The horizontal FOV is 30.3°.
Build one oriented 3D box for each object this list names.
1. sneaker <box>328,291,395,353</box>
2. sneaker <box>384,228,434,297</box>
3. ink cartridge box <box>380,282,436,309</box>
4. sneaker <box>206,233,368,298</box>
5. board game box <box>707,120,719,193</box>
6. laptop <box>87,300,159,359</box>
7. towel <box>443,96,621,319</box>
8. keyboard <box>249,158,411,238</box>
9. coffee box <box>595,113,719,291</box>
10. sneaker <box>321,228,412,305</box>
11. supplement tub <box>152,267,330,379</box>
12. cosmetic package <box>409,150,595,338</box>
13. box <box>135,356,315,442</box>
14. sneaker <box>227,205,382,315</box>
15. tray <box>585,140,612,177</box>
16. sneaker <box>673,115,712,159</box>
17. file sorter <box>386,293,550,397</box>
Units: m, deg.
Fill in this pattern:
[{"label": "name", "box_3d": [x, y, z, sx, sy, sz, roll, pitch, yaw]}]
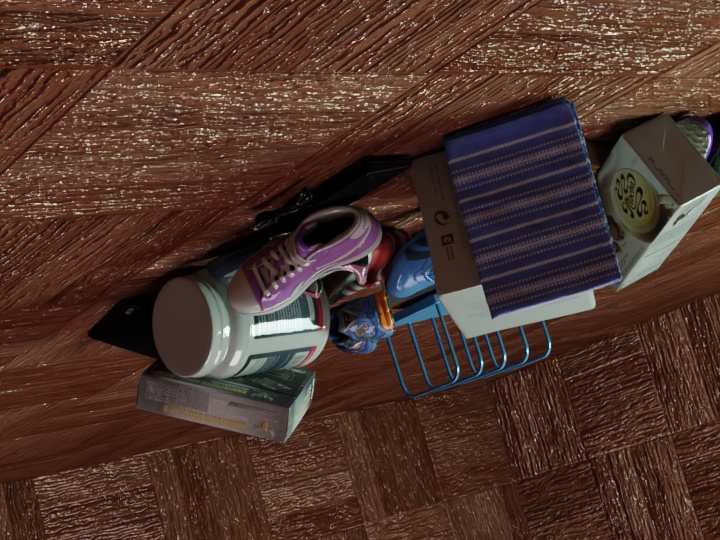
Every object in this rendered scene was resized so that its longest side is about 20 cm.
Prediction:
[{"label": "sneaker", "box_3d": [-0.014, 0.070, 1.774, 0.078, 0.076, 0.200, -8, 167, -14]}, {"label": "sneaker", "box_3d": [0.112, -0.019, 1.685, 0.200, 0.079, 0.066, -41, 146, 21]}, {"label": "ink cartridge box", "box_3d": [0.151, -0.017, 1.882, 0.199, 0.085, 0.175, -23, 168, 32]}, {"label": "sneaker", "box_3d": [-0.086, -0.001, 1.598, 0.198, 0.083, 0.070, -13, -179, 10]}, {"label": "board game box", "box_3d": [0.443, -0.126, 1.734, 0.023, 0.106, 0.200, 16, 167, 0]}, {"label": "laptop", "box_3d": [-0.250, 0.051, 1.838, 0.200, 0.104, 0.177, -40, -177, -32]}, {"label": "towel", "box_3d": [0.176, -0.066, 1.375, 0.144, 0.202, 0.024, -16, 172, 10]}, {"label": "keyboard", "box_3d": [-0.045, -0.079, 1.466, 0.127, 0.021, 0.200, -14, 169, -43]}, {"label": "coffee box", "box_3d": [0.342, -0.079, 1.622, 0.079, 0.113, 0.200, -25, 159, -26]}, {"label": "sneaker", "box_3d": [0.000, 0.000, 1.784, 0.112, 0.072, 0.200, -6, 163, -30]}, {"label": "supplement tub", "box_3d": [-0.150, 0.064, 1.696, 0.199, 0.141, 0.140, -4, 164, -45]}, {"label": "cosmetic package", "box_3d": [0.164, -0.039, 1.501, 0.164, 0.166, 0.200, -14, 160, 9]}, {"label": "box", "box_3d": [-0.170, 0.154, 1.720, 0.198, 0.049, 0.158, 12, -165, 7]}, {"label": "sneaker", "box_3d": [-0.079, -0.018, 1.501, 0.200, 0.073, 0.114, -32, 168, 10]}, {"label": "tray", "box_3d": [0.279, -0.120, 1.685, 0.098, 0.037, 0.200, -22, 167, 28]}, {"label": "sneaker", "box_3d": [0.398, -0.143, 1.686, 0.100, 0.069, 0.201, -51, 168, -33]}, {"label": "file sorter", "box_3d": [0.153, 0.094, 1.896, 0.199, 0.124, 0.138, -10, 168, -38]}]
